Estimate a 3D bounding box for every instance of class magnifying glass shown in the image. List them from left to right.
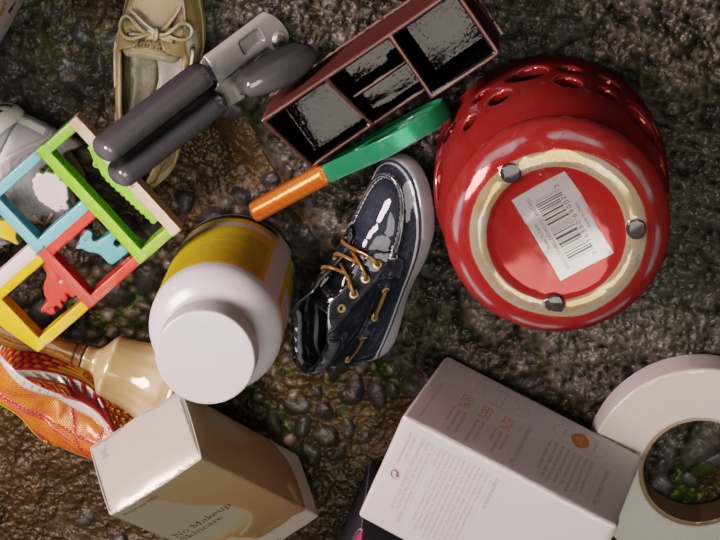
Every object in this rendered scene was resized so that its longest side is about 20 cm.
[{"bbox_3d":[-0.010,-0.092,1.510,0.199,0.080,0.022,-25,101,24],"label":"magnifying glass"}]

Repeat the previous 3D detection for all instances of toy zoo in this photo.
[{"bbox_3d":[-0.266,-0.022,1.502,0.200,0.020,0.131,-40,104,12],"label":"toy zoo"}]

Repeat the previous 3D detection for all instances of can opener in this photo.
[{"bbox_3d":[-0.129,-0.143,1.465,0.200,0.066,0.053,-37,121,-15],"label":"can opener"}]

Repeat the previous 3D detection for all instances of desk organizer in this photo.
[{"bbox_3d":[0.018,-0.161,1.473,0.199,0.077,0.072,-33,105,15],"label":"desk organizer"}]

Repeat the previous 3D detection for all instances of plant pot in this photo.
[{"bbox_3d":[0.154,-0.057,1.450,0.199,0.183,0.202,2,112,6],"label":"plant pot"}]

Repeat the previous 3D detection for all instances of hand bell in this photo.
[{"bbox_3d":[-0.255,0.073,1.569,0.199,0.104,0.105,20,111,-2],"label":"hand bell"}]

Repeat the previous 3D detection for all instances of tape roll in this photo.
[{"bbox_3d":[0.302,0.174,1.600,0.201,0.037,0.204,1,111,3],"label":"tape roll"}]

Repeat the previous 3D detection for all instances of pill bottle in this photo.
[{"bbox_3d":[-0.116,0.034,1.490,0.111,0.200,0.113,1,110,4],"label":"pill bottle"}]

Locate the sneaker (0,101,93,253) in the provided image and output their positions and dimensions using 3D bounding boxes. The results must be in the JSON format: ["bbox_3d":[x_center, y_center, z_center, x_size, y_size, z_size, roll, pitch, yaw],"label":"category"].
[{"bbox_3d":[-0.296,-0.036,1.546,0.115,0.075,0.201,21,110,-6],"label":"sneaker"}]

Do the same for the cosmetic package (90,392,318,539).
[{"bbox_3d":[-0.134,0.186,1.558,0.105,0.071,0.200,-33,147,16],"label":"cosmetic package"}]

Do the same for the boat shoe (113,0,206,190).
[{"bbox_3d":[-0.175,-0.163,1.494,0.073,0.063,0.202,13,111,0],"label":"boat shoe"}]

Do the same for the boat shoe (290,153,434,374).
[{"bbox_3d":[0.000,0.000,1.508,0.071,0.091,0.201,34,126,34],"label":"boat shoe"}]

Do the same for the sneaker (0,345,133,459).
[{"bbox_3d":[-0.252,0.135,1.619,0.200,0.073,0.077,36,130,-4],"label":"sneaker"}]

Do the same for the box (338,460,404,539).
[{"bbox_3d":[0.029,0.278,1.571,0.106,0.200,0.123,20,111,-4],"label":"box"}]

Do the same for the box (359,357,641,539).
[{"bbox_3d":[0.123,0.186,1.535,0.199,0.152,0.107,28,112,8],"label":"box"}]

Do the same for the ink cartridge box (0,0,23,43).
[{"bbox_3d":[-0.368,-0.206,1.419,0.146,0.200,0.147,31,110,-8],"label":"ink cartridge box"}]
